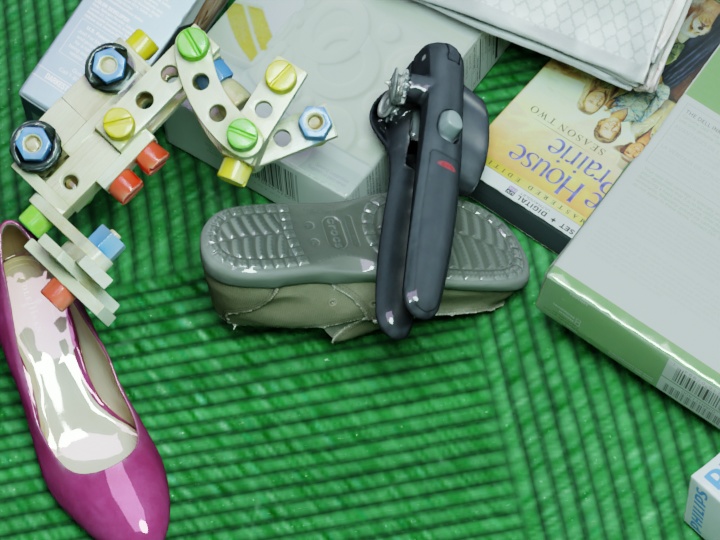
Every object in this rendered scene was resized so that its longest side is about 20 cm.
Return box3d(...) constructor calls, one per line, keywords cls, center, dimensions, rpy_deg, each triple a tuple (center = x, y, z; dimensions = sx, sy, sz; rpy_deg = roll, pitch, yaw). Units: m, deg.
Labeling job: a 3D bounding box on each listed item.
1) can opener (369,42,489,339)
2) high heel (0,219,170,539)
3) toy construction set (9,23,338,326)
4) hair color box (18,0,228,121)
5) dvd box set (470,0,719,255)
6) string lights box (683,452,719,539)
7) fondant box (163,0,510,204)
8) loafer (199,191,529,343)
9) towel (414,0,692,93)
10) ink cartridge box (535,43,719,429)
box3d(cls="can opener", center=(0.039, -0.049, 1.450), dimensions=(0.078, 0.063, 0.200), rpy_deg=(22, 47, -13))
box3d(cls="high heel", center=(-0.161, 0.066, 1.439), dimensions=(0.067, 0.096, 0.200), rpy_deg=(-19, 59, -9))
box3d(cls="toy construction set", center=(-0.121, -0.060, 1.435), dimensions=(0.131, 0.092, 0.200), rpy_deg=(43, 71, 5))
box3d(cls="hair color box", center=(-0.125, -0.161, 1.543), dimensions=(0.061, 0.099, 0.200), rpy_deg=(32, 79, 3))
box3d(cls="dvd box set", center=(0.173, -0.088, 1.554), dimensions=(0.146, 0.029, 0.200), rpy_deg=(35, 66, 21))
box3d(cls="string lights box", center=(0.283, 0.158, 1.379), dimensions=(0.103, 0.059, 0.200), rpy_deg=(-38, 63, -19))
box3d(cls="fondant box", center=(-0.010, -0.132, 1.577), dimensions=(0.144, 0.058, 0.200), rpy_deg=(29, 63, 19))
box3d(cls="loafer", center=(0.000, 0.000, 1.492), dimensions=(0.199, 0.070, 0.075), rpy_deg=(2, 48, -13))
box3d(cls="towel", center=(0.117, -0.227, 1.513), dimensions=(0.199, 0.032, 0.192), rpy_deg=(23, 102, 15))
box3d(cls="ink cartridge box", center=(0.215, -0.021, 1.473), dimensions=(0.145, 0.048, 0.200), rpy_deg=(33, 64, 11))
